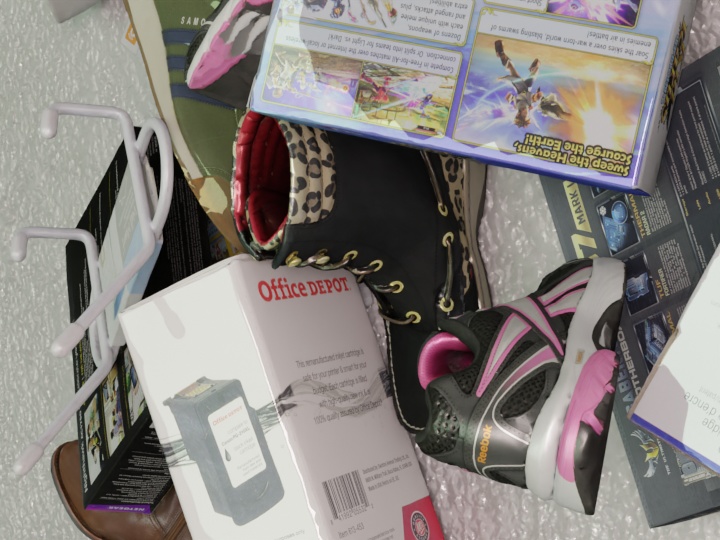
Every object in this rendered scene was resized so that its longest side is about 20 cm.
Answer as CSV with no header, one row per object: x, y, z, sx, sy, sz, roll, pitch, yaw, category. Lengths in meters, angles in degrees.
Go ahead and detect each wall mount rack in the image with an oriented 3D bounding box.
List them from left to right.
-0.157,0.010,1.008,0.200,0.074,0.175,116,149,-48,wall mount rack

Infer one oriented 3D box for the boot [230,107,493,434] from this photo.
-0.001,-0.001,0.980,0.073,0.153,0.205,8,100,46,boot

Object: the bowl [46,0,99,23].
-0.207,-0.287,1.192,0.200,0.074,0.201,92,159,-76,bowl

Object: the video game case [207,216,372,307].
-0.083,-0.026,1.168,0.200,0.023,0.183,-33,70,46,video game case

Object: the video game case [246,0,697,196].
0.061,-0.143,0.844,0.199,0.045,0.183,14,90,21,video game case

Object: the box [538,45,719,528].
0.174,0.009,0.855,0.157,0.051,0.201,-32,70,51,box

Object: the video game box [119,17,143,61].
-0.048,-0.174,1.077,0.200,0.047,0.183,39,113,38,video game box

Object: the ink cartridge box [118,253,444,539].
-0.039,0.096,1.001,0.084,0.145,0.201,-22,84,23,ink cartridge box

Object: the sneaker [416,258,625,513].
0.071,0.038,0.800,0.086,0.200,0.081,10,103,7,sneaker

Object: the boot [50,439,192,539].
-0.117,0.120,1.185,0.186,0.064,0.201,43,128,21,boot

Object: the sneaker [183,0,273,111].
-0.025,-0.174,0.957,0.200,0.080,0.086,-49,40,7,sneaker

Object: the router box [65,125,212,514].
-0.140,0.032,1.132,0.149,0.051,0.201,129,139,-50,router box

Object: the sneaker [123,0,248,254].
-0.068,-0.115,1.007,0.090,0.067,0.201,-33,62,20,sneaker

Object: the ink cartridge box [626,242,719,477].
0.241,0.023,0.733,0.197,0.047,0.201,32,104,23,ink cartridge box
